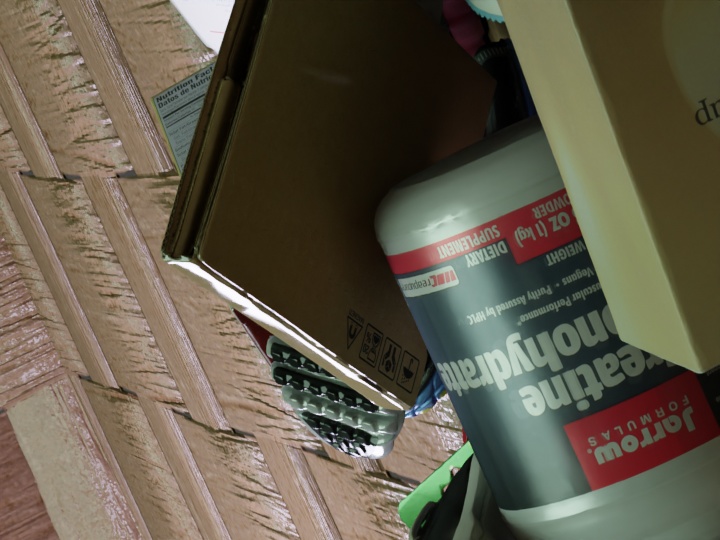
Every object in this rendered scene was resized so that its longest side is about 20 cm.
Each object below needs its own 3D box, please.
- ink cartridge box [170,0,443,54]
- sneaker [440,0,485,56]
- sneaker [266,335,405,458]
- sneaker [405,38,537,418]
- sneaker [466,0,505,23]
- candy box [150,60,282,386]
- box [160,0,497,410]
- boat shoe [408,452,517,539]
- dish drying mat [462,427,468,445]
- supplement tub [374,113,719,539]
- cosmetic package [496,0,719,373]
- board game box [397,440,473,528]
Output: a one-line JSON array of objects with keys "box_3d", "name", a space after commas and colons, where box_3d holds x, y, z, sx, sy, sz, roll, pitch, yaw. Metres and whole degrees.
[{"box_3d": [-0.029, -0.150, 1.315, 0.200, 0.116, 0.068, 52, -134, -66], "name": "ink cartridge box"}, {"box_3d": [0.033, -0.077, 1.460, 0.095, 0.079, 0.200, -119, 10, -68], "name": "sneaker"}, {"box_3d": [0.000, 0.000, 1.339, 0.075, 0.081, 0.200, 19, 132, 31], "name": "sneaker"}, {"box_3d": [0.032, -0.019, 1.389, 0.071, 0.083, 0.200, -102, 33, -61], "name": "sneaker"}, {"box_3d": [0.065, -0.155, 1.177, 0.200, 0.076, 0.081, 34, 141, 59], "name": "sneaker"}, {"box_3d": [-0.048, -0.015, 1.584, 0.115, 0.055, 0.200, 58, -176, -40], "name": "candy box"}, {"box_3d": [-0.007, -0.047, 1.234, 0.021, 0.164, 0.200, 6, 163, 30], "name": "box"}, {"box_3d": [0.051, 0.131, 1.273, 0.074, 0.060, 0.200, 52, -161, -11], "name": "boat shoe"}, {"box_3d": [0.060, 0.055, 1.502, 0.200, 0.018, 0.077, -86, -11, -61], "name": "dish drying mat"}, {"box_3d": [0.104, 0.033, 1.224, 0.200, 0.140, 0.140, 65, 166, -5], "name": "supplement tub"}, {"box_3d": [0.119, -0.076, 1.055, 0.200, 0.105, 0.071, 67, 166, -18], "name": "cosmetic package"}, {"box_3d": [0.117, 0.155, 1.398, 0.200, 0.030, 0.096, 42, 128, -4], "name": "board game box"}]
